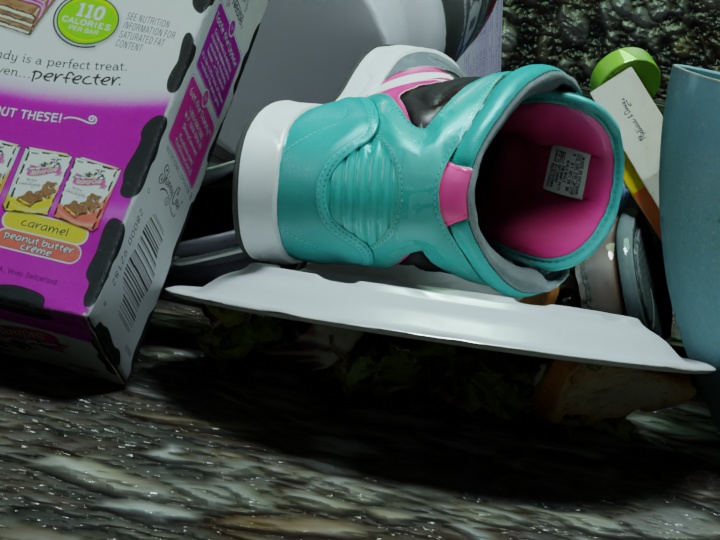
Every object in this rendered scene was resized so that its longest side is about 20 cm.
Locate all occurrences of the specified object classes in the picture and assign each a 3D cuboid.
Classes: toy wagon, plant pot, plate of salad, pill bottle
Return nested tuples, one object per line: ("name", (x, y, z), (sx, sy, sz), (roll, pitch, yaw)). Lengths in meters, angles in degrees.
("toy wagon", (0.165, -0.007, 1.045), (0.200, 0.039, 0.156), (51, 11, -44))
("plant pot", (0.197, 0.011, 0.861), (0.199, 0.136, 0.200), (14, 8, -2))
("plate of salad", (0.027, 0.030, 0.824), (0.199, 0.048, 0.200), (8, 1, 0))
("pill bottle", (-0.008, -0.119, 1.031), (0.113, 0.115, 0.200), (12, 23, 11))

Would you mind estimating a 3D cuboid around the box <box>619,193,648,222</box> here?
("box", (0.068, -0.049, 1.300), (0.199, 0.079, 0.141), (15, 13, 28))

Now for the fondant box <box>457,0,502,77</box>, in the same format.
("fondant box", (-0.029, -0.120, 1.250), (0.144, 0.059, 0.200), (14, 27, 27))

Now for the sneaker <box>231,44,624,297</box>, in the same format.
("sneaker", (0.043, -0.043, 0.858), (0.120, 0.084, 0.200), (6, 17, 19))

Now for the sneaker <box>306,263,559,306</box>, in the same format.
("sneaker", (0.000, 0.000, 1.013), (0.199, 0.073, 0.085), (8, -30, 44))

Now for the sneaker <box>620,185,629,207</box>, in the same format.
("sneaker", (0.085, -0.046, 1.101), (0.082, 0.074, 0.200), (-26, -5, -2))

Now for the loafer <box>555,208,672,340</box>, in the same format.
("loafer", (0.107, 0.012, 1.041), (0.062, 0.072, 0.200), (-8, -1, 11))

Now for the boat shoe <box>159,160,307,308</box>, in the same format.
("boat shoe", (-0.114, -0.029, 0.887), (0.199, 0.073, 0.063), (6, -29, -8))

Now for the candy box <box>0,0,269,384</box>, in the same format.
("candy box", (-0.119, -0.072, 0.834), (0.135, 0.201, 0.061), (13, -22, 15))

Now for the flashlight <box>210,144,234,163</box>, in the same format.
("flashlight", (-0.049, -0.054, 1.119), (0.199, 0.068, 0.068), (27, 57, 31))
